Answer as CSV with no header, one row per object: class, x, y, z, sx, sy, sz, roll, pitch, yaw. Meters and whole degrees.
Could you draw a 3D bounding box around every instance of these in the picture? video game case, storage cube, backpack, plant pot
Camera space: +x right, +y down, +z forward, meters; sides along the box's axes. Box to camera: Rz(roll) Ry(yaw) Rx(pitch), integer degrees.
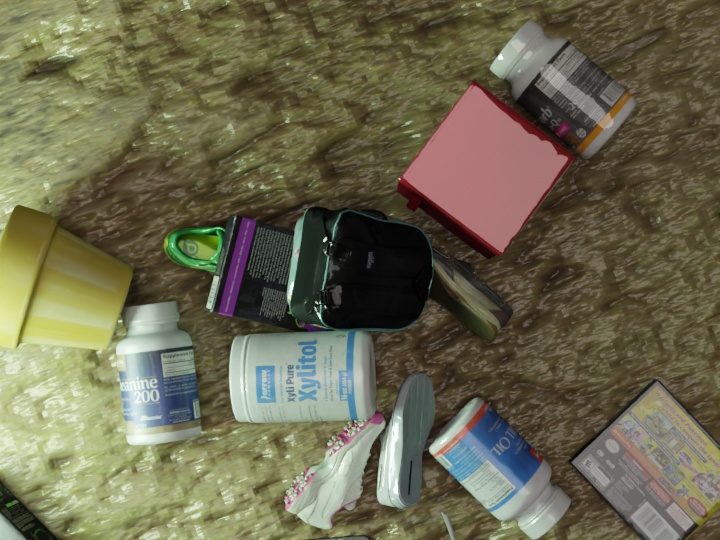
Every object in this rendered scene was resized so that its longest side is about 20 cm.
video game case,0.443,0.295,1.690,0.181,0.026,0.200,-43,86,0
storage cube,0.174,-0.137,1.643,0.180,0.171,0.200,36,89,1
backpack,0.000,0.000,1.620,0.199,0.153,0.176,6,92,-32
plant pot,-0.439,0.027,1.656,0.188,0.201,0.201,18,88,-14

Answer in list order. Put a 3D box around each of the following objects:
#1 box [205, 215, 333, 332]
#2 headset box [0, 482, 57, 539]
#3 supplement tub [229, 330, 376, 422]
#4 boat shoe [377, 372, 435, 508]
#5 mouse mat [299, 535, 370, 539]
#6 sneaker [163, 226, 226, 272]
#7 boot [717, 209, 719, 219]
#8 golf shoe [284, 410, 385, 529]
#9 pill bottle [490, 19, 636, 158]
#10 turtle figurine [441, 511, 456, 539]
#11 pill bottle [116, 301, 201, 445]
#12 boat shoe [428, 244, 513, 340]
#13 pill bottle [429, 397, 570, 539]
box,-0.115,0.012,1.671,0.199,0.036,0.143,15,88,-25
headset box,-0.572,0.413,1.684,0.200,0.093,0.174,43,90,3
supplement tub,-0.080,0.154,1.655,0.199,0.132,0.132,-3,88,5
boat shoe,0.056,0.248,1.680,0.073,0.067,0.201,29,63,-38
mouse mat,-0.055,0.502,1.708,0.160,0.008,0.201,-5,87,2
sneaker,-0.192,-0.024,1.689,0.199,0.084,0.074,5,87,-7
boot,0.659,-0.088,1.681,0.200,0.066,0.175,-42,75,-1
golf shoe,-0.022,0.296,1.689,0.091,0.075,0.200,41,95,-8
pill bottle,0.295,-0.267,1.671,0.200,0.116,0.116,41,90,3
turtle figurine,0.142,0.495,1.634,0.194,0.144,0.200,33,93,-1
pill bottle,-0.299,0.150,1.676,0.111,0.111,0.201,-7,88,2
boat shoe,0.141,0.017,1.693,0.066,0.072,0.201,-37,73,-28
pill bottle,0.206,0.290,1.655,0.200,0.112,0.112,44,90,2
